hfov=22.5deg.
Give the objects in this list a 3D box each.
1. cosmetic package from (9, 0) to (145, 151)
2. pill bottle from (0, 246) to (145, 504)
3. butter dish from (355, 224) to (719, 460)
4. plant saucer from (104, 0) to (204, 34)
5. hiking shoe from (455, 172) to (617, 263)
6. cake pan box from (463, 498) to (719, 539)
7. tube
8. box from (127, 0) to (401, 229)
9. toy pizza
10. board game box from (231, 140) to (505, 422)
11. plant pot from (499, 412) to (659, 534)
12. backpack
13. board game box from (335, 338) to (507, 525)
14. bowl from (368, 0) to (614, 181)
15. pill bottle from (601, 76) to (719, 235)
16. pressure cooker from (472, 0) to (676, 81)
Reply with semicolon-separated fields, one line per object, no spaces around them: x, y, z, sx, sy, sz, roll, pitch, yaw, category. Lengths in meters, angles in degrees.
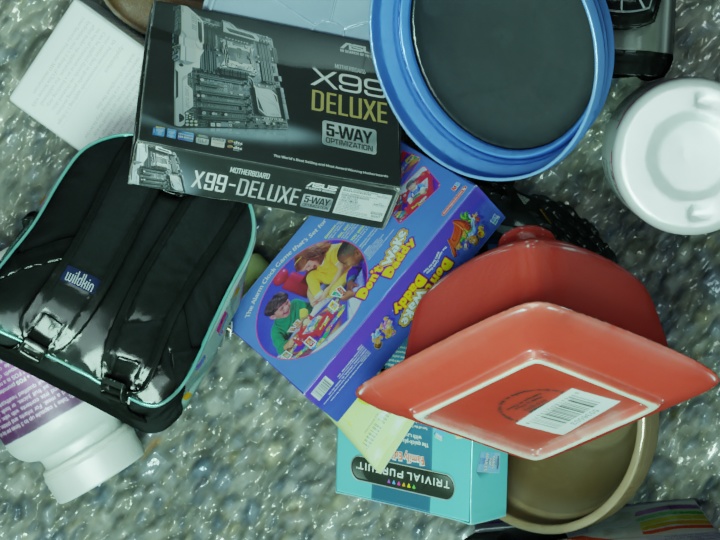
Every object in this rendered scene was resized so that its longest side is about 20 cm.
-0.171;-0.122;1.470;0.199;0.071;0.102;37;98;0;cosmetic package
-0.260;0.084;1.474;0.112;0.112;0.201;-29;92;6;pill bottle
0.125;0.037;1.310;0.199;0.200;0.149;22;54;-34;butter dish
-0.109;-0.246;1.416;0.199;0.201;0.037;-7;59;4;plant saucer
0.129;-0.018;1.472;0.200;0.075;0.087;38;125;-6;hiking shoe
0.180;0.227;1.423;0.198;0.184;0.053;-6;90;5;cake pan box
-0.034;0.069;1.457;0.052;0.058;0.200;-41;72;-12;tube
-0.070;-0.119;1.369;0.198;0.158;0.050;10;138;-10;box
-0.026;-0.197;1.424;0.198;0.032;0.201;0;139;0;toy pizza
0.000;0.000;1.384;0.200;0.134;0.045;-50;130;-3;board game box
0.164;0.102;1.438;0.200;0.092;0.203;4;97;40;plant pot
-0.175;0.005;1.373;0.175;0.153;0.201;25;75;3;backpack
0.049;0.089;1.446;0.150;0.047;0.202;7;98;44;board game box
0.095;-0.166;1.308;0.200;0.039;0.202;17;118;35;bowl
0.243;-0.090;1.381;0.112;0.200;0.114;0;96;4;pill bottle
0.157;-0.247;1.387;0.177;0.176;0.202;4;95;23;pressure cooker
